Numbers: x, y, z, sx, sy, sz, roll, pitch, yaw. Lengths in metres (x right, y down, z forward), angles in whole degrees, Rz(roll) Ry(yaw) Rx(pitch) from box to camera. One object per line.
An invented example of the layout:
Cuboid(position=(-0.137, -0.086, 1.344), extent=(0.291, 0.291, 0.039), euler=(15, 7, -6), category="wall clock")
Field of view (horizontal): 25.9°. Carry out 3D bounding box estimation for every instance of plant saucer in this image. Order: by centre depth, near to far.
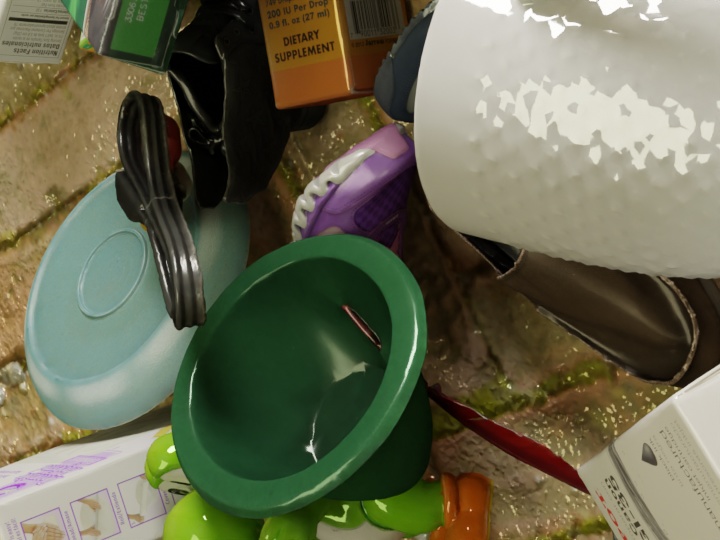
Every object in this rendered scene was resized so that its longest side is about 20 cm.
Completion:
Cuboid(position=(-0.155, 0.006, 1.026), extent=(0.200, 0.027, 0.201), euler=(-23, 52, 32), category="plant saucer")

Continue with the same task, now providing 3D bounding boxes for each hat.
Cuboid(position=(0.017, 0.097, 0.881), extent=(0.166, 0.176, 0.200), euler=(-49, 41, 2), category="hat")

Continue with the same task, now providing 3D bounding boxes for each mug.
Cuboid(position=(0.127, -0.084, 0.665), extent=(0.175, 0.148, 0.200), euler=(16, 151, 30), category="mug")

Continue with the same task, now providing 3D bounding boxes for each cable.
Cuboid(position=(-0.106, -0.041, 0.909), extent=(0.200, 0.050, 0.097), euler=(-132, 43, -59), category="cable")

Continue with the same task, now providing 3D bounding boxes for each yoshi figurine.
Cuboid(position=(-0.030, 0.149, 0.906), extent=(0.199, 0.112, 0.113), euler=(10, 118, -5), category="yoshi figurine")

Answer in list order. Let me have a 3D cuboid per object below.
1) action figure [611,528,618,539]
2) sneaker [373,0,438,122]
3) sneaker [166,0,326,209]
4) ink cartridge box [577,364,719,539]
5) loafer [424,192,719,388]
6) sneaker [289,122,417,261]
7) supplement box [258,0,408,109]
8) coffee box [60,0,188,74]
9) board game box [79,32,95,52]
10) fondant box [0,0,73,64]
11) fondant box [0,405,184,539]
Cuboid(position=(0.137, 0.234, 0.847), extent=(0.119, 0.102, 0.200), euler=(7, 113, 7), category="action figure")
Cuboid(position=(0.084, -0.121, 0.823), extent=(0.200, 0.070, 0.082), euler=(-41, 72, 43), category="sneaker")
Cuboid(position=(-0.075, -0.143, 0.935), extent=(0.060, 0.104, 0.200), euler=(-5, 99, 42), category="sneaker")
Cuboid(position=(0.187, 0.120, 0.719), extent=(0.147, 0.083, 0.200), euler=(59, 169, 12), category="ink cartridge box")
Cuboid(position=(0.106, -0.001, 0.835), extent=(0.200, 0.071, 0.073), euler=(38, 125, 28), category="loafer")
Cuboid(position=(0.000, 0.000, 0.929), extent=(0.088, 0.080, 0.200), euler=(44, 137, 16), category="sneaker")
Cuboid(position=(-0.024, -0.198, 0.901), extent=(0.066, 0.069, 0.201), euler=(-6, 94, 42), category="supplement box")
Cuboid(position=(-0.132, -0.197, 0.882), extent=(0.123, 0.044, 0.200), euler=(-70, 26, 18), category="coffee box")
Cuboid(position=(-0.126, -0.198, 0.952), extent=(0.200, 0.030, 0.096), euler=(167, 112, -66), category="board game box")
Cuboid(position=(-0.224, -0.261, 1.048), extent=(0.144, 0.058, 0.200), euler=(55, 132, 36), category="fondant box")
Cuboid(position=(-0.156, 0.137, 0.993), extent=(0.144, 0.200, 0.058), euler=(-10, 99, 59), category="fondant box")
